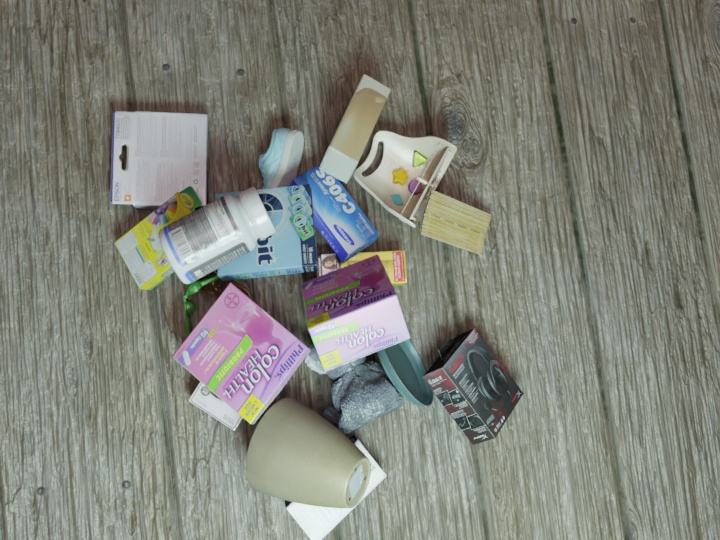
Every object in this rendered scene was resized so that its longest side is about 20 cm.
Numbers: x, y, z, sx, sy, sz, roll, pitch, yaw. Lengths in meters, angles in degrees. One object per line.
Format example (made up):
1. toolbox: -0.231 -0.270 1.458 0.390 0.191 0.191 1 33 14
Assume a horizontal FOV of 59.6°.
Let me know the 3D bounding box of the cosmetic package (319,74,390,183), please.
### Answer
1. cosmetic package: -0.012 -0.302 1.342 0.070 0.105 0.203 25 68 -7

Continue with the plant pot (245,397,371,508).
1. plant pot: -0.085 0.367 1.196 0.196 0.187 0.191 15 80 31

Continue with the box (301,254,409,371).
1. box: -0.015 0.076 1.231 0.172 0.201 0.098 -20 115 0

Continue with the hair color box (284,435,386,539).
1. hair color box: -0.052 0.451 1.299 0.199 0.061 0.101 -41 92 -11

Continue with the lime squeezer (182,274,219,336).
1. lime squeezer: -0.331 0.065 1.284 0.070 0.038 0.203 23 101 -30

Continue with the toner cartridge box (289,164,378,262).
1. toner cartridge box: -0.057 -0.125 1.337 0.094 0.043 0.201 -32 80 -31

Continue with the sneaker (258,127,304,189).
1. sneaker: -0.186 -0.209 1.353 0.080 0.074 0.204 17 86 23

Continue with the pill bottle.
1. pill bottle: -0.265 -0.070 1.179 0.197 0.114 0.116 -28 89 -6

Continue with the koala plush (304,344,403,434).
1. koala plush: -0.016 0.212 1.285 0.174 0.184 0.203 -24 76 -10

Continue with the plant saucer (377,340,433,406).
1. plant saucer: 0.085 0.192 1.294 0.027 0.200 0.203 -32 90 17

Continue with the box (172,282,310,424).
1. box: -0.225 0.161 1.215 0.199 0.097 0.177 38 81 4

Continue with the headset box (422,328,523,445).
1. headset box: 0.234 0.236 1.332 0.202 0.077 0.148 53 49 -2

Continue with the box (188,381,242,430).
1. box: -0.249 0.208 1.292 0.115 0.060 0.203 32 80 -5

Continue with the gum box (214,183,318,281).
1. gum box: -0.189 -0.076 1.261 0.195 0.045 0.174 -6 74 0

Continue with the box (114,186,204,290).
1. box: -0.387 -0.067 1.269 0.198 0.048 0.119 -36 78 8

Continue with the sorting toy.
1. sorting toy: 0.085 -0.214 1.378 0.178 0.107 0.203 30 81 2

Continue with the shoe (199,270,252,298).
1. shoe: -0.308 0.015 1.312 0.198 0.053 0.071 36 101 0

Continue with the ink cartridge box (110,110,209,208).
1. ink cartridge box: -0.418 -0.231 1.320 0.195 0.041 0.205 1 84 -9

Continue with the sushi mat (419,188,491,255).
1. sushi mat: 0.209 -0.103 1.370 0.197 0.012 0.098 16 92 -37

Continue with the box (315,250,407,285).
1. box: 0.000 0.000 1.360 0.195 0.050 0.077 -2 83 -10
